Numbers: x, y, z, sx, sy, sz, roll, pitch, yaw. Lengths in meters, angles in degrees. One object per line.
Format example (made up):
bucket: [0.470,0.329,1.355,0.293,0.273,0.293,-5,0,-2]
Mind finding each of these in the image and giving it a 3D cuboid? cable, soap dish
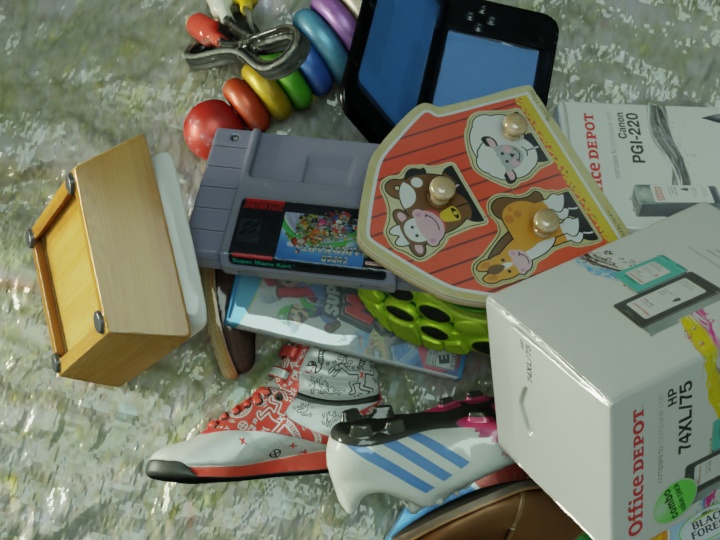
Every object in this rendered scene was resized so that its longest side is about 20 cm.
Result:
cable: [-0.108,-0.199,1.020,0.097,0.200,0.050,-40,119,2]
soap dish: [-0.198,0.001,0.952,0.081,0.200,0.158,-9,79,-28]

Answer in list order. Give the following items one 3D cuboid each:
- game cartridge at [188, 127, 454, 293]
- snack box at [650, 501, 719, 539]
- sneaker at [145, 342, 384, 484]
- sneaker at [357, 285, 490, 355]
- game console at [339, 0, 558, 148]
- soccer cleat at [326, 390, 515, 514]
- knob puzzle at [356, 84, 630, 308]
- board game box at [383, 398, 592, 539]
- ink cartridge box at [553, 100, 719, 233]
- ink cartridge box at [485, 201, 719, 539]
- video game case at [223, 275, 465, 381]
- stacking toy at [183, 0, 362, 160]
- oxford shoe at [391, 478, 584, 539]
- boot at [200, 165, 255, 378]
game cartridge: [-0.030,-0.049,0.946,0.200,0.038,0.130,6,53,7]
snack box: [0.273,0.234,0.942,0.142,0.053,0.200,-25,117,-8]
sneaker: [-0.079,0.117,1.001,0.201,0.067,0.108,-4,78,-6]
sneaker: [0.091,0.020,0.967,0.200,0.074,0.084,14,52,2]
game console: [0.082,-0.177,1.021,0.176,0.116,0.200,13,67,1]
soccer cleat: [0.070,0.148,0.963,0.200,0.070,0.087,-4,106,-10]
knob puzzle: [0.090,-0.055,0.917,0.219,0.030,0.220,4,60,-7]
board game box: [0.139,0.218,0.999,0.200,0.040,0.153,30,79,4]
ink cartridge box: [0.261,-0.063,1.014,0.200,0.085,0.146,1,53,0]
ink cartridge box: [0.213,0.073,0.862,0.200,0.147,0.146,-23,37,-19]
video game case: [0.000,0.000,0.998,0.200,0.018,0.143,14,75,-8]
stacking toy: [-0.071,-0.169,1.053,0.200,0.085,0.085,-37,82,-4]
oxford shoe: [0.125,0.198,0.948,0.200,0.071,0.071,-16,85,-6]
boot: [-0.049,-0.011,1.022,0.166,0.072,0.200,-3,75,0]
